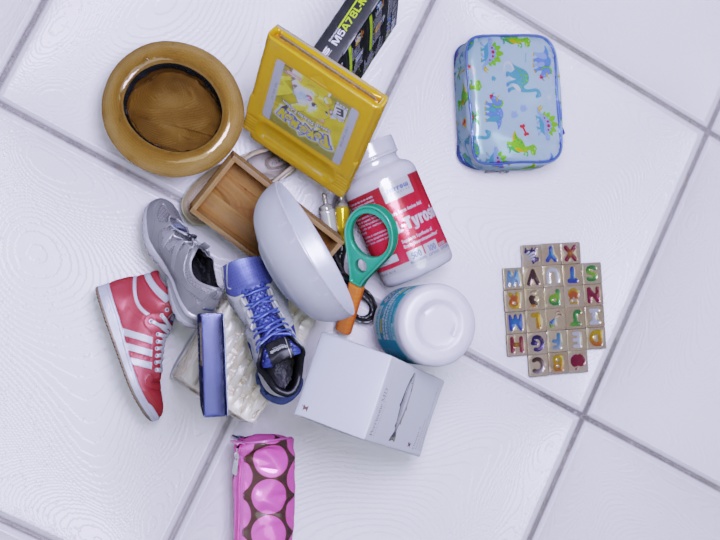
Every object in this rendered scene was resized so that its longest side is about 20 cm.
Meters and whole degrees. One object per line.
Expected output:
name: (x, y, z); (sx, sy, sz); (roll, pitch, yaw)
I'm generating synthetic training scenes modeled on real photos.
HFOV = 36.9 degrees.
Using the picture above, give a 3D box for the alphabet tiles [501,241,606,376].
alphabet tiles: (0.300, 0.059, 1.666); (0.164, 0.006, 0.203); (-3, 89, -14)

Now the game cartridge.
game cartridge: (-0.067, -0.206, 1.435); (0.175, 0.201, 0.033); (33, 53, 5)

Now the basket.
basket: (-0.157, 0.099, 1.499); (0.135, 0.123, 0.201); (33, 81, -9)

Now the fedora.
fedora: (-0.259, -0.219, 1.508); (0.198, 0.082, 0.204); (0, 83, -2)

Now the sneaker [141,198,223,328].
sneaker: (-0.234, -0.023, 1.479); (0.082, 0.074, 0.201); (-41, 64, 28)

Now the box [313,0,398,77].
box: (-0.011, -0.318, 1.511); (0.047, 0.200, 0.194); (34, 82, 6)

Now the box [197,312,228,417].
box: (-0.183, 0.113, 1.327); (0.032, 0.200, 0.123); (-2, 88, -11)

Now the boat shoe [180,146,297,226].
boat shoe: (-0.166, -0.131, 1.536); (0.198, 0.065, 0.073); (-30, 94, -13)

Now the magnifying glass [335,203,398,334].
magnifying glass: (0.000, 0.000, 1.535); (0.079, 0.022, 0.202); (27, 118, 21)

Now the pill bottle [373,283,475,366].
pill bottle: (0.081, 0.077, 1.515); (0.109, 0.200, 0.113); (1, 86, -13)

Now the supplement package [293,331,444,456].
supplement package: (0.016, 0.174, 1.484); (0.116, 0.200, 0.118); (17, 83, 29)

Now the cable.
cable: (-0.039, -0.010, 1.568); (0.096, 0.050, 0.202); (-20, 92, -14)

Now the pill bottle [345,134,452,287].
pill bottle: (0.046, -0.087, 1.559); (0.111, 0.112, 0.202); (-25, 93, -13)

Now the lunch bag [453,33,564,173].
lunch bag: (0.224, -0.250, 1.623); (0.158, 0.082, 0.203); (-4, 89, -12)

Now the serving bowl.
serving bowl: (-0.085, -0.014, 1.410); (0.065, 0.200, 0.202); (-29, 95, 6)

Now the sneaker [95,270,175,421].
sneaker: (-0.283, 0.099, 1.497); (0.111, 0.071, 0.202); (-20, 90, -10)

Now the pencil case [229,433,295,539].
pencil case: (-0.141, 0.331, 1.513); (0.093, 0.090, 0.203); (3, 84, -48)

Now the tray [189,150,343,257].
tray: (-0.130, -0.066, 1.508); (0.199, 0.037, 0.099); (38, 100, -21)

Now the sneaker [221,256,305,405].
sneaker: (-0.112, 0.076, 1.387); (0.080, 0.115, 0.202); (-18, 91, -13)
